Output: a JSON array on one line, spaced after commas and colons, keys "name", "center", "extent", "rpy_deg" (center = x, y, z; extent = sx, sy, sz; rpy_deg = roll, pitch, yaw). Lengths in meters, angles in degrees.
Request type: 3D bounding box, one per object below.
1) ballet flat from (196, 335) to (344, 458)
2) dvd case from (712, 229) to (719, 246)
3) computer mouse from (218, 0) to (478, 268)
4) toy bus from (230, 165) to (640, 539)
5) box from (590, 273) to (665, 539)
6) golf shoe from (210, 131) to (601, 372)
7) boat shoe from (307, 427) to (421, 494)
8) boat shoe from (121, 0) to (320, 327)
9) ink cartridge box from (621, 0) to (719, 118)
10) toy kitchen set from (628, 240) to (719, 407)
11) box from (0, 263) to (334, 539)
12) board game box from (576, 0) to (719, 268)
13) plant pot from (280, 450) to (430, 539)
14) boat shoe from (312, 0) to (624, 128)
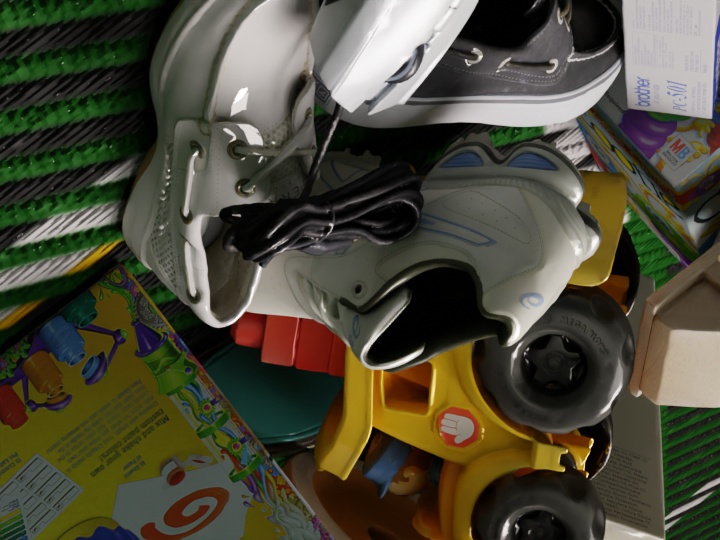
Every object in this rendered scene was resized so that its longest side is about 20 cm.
[{"name": "ballet flat", "center": [-0.021, 0.052, 1.219], "extent": [0.199, 0.071, 0.071], "rpy_deg": [-27, 157, -32]}, {"name": "dvd case", "center": [0.240, -0.051, 1.209], "extent": [0.150, 0.025, 0.201], "rpy_deg": [-34, 158, -26]}, {"name": "computer mouse", "center": [0.016, -0.094, 0.896], "extent": [0.109, 0.044, 0.201], "rpy_deg": [-1, 114, -55]}, {"name": "toy bus", "center": [0.033, 0.050, 1.129], "extent": [0.136, 0.190, 0.202], "rpy_deg": [-74, 170, -67]}, {"name": "box", "center": [0.120, 0.083, 1.335], "extent": [0.201, 0.082, 0.069], "rpy_deg": [-84, -161, -45]}, {"name": "golf shoe", "center": [0.000, 0.000, 0.995], "extent": [0.199, 0.079, 0.098], "rpy_deg": [-10, -142, 36]}, {"name": "boat shoe", "center": [0.009, 0.124, 1.317], "extent": [0.066, 0.072, 0.200], "rpy_deg": [-3, -173, -29]}, {"name": "boat shoe", "center": [-0.043, -0.050, 0.945], "extent": [0.070, 0.069, 0.201], "rpy_deg": [-25, 154, -27]}, {"name": "ink cartridge box", "center": [0.141, -0.150, 1.030], "extent": [0.200, 0.044, 0.095], "rpy_deg": [71, 29, -69]}, {"name": "toy kitchen set", "center": [0.246, 0.039, 1.089], "extent": [0.163, 0.180, 0.201], "rpy_deg": [-34, 151, -25]}, {"name": "box", "center": [-0.119, 0.145, 1.044], "extent": [0.199, 0.193, 0.122], "rpy_deg": [-37, 160, -6]}, {"name": "board game box", "center": [0.177, -0.081, 1.221], "extent": [0.103, 0.105, 0.200], "rpy_deg": [-40, 160, 0]}, {"name": "plant pot", "center": [-0.032, 0.198, 1.179], "extent": [0.184, 0.200, 0.200], "rpy_deg": [-56, 156, 16]}, {"name": "boat shoe", "center": [0.057, -0.108, 1.017], "extent": [0.199, 0.070, 0.066], "rpy_deg": [-7, 145, -44]}]
